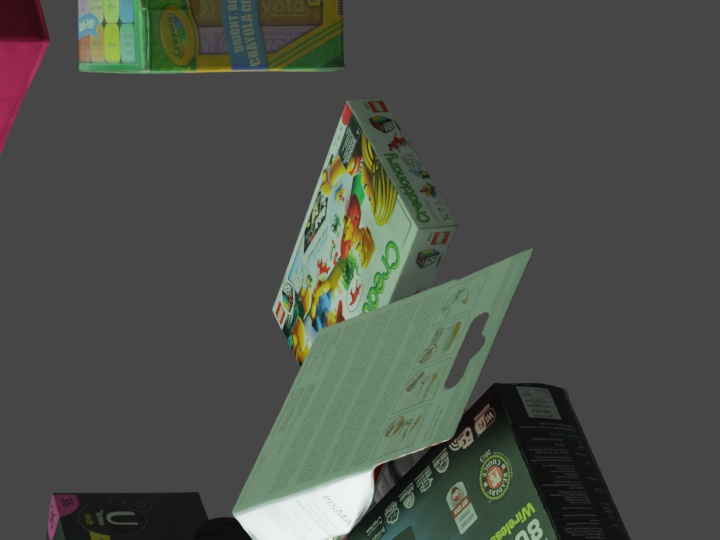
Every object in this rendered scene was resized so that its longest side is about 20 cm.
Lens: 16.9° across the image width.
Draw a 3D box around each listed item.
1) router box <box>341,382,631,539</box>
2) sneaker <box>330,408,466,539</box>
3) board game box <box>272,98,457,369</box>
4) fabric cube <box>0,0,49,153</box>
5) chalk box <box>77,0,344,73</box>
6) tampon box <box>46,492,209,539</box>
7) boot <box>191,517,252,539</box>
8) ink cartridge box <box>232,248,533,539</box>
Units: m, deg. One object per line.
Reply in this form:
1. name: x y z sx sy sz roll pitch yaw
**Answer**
1. router box: 0.072 0.184 1.446 0.200 0.062 0.150 -50 49 36
2. sneaker: 0.017 0.149 1.571 0.200 0.088 0.082 -62 41 47
3. board game box: 0.000 0.000 1.644 0.126 0.035 0.200 62 144 39
4. fabric cube: -0.431 -0.237 2.294 0.200 0.199 0.197 -56 46 51
5. chalk box: -0.125 -0.197 1.682 0.124 0.199 0.124 12 104 63
6. tampon box: -0.185 0.297 1.929 0.150 0.126 0.201 -122 36 -61
7. boot: -0.101 0.307 1.803 0.158 0.079 0.212 119 144 -43
8. ink cartridge box: 0.024 0.083 1.496 0.200 0.057 0.163 -18 35 41
